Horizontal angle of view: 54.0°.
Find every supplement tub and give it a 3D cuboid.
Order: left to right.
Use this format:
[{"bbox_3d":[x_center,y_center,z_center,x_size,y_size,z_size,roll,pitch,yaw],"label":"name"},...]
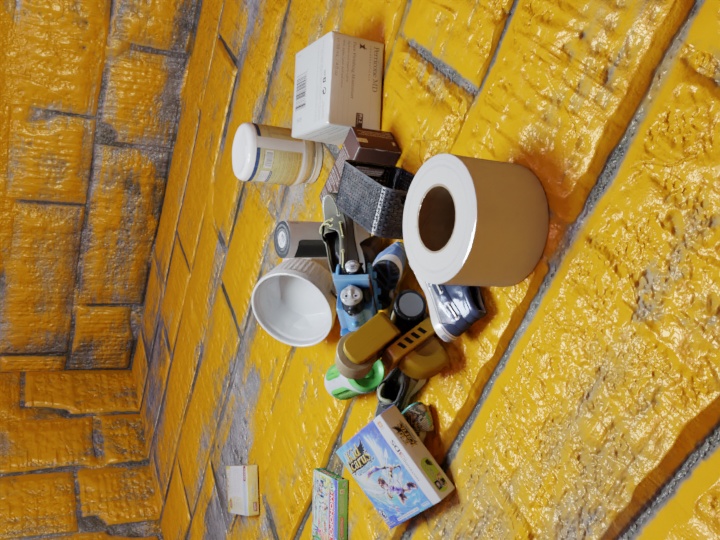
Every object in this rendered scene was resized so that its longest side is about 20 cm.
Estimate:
[{"bbox_3d":[-0.210,-0.289,1.779,0.144,0.199,0.145,-10,78,61],"label":"supplement tub"}]

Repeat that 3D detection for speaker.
[{"bbox_3d":[-0.080,-0.066,1.520,0.081,0.199,0.082,1,92,57],"label":"speaker"},{"bbox_3d":[-0.015,0.221,1.465,0.200,0.088,0.089,139,128,-67],"label":"speaker"}]

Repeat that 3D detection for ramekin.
[{"bbox_3d":[-0.141,0.067,1.635,0.200,0.200,0.105,-65,-4,35],"label":"ramekin"}]

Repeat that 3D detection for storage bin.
[{"bbox_3d":[0.052,-0.135,1.343,0.200,0.135,0.094,44,125,54],"label":"storage bin"}]

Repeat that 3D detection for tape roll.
[{"bbox_3d":[0.175,-0.076,1.107,0.203,0.139,0.203,-10,78,61],"label":"tape roll"}]

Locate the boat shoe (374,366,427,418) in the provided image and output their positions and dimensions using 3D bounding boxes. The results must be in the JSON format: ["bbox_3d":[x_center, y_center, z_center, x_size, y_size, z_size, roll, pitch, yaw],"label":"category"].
[{"bbox_3d":[0.062,0.237,1.365,0.201,0.066,0.072,-61,39,40],"label":"boat shoe"}]

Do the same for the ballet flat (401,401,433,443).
[{"bbox_3d":[0.075,0.319,1.344,0.200,0.068,0.075,-47,57,46],"label":"ballet flat"}]

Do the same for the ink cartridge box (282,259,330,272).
[{"bbox_3d":[-0.140,-0.034,1.766,0.200,0.067,0.117,43,126,55],"label":"ink cartridge box"}]

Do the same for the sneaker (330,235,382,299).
[{"bbox_3d":[0.000,0.000,1.517,0.070,0.076,0.200,39,142,3],"label":"sneaker"}]

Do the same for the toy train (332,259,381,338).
[{"bbox_3d":[-0.004,0.069,1.347,0.200,0.086,0.115,79,-170,-52],"label":"toy train"}]

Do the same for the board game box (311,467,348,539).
[{"bbox_3d":[-0.072,0.570,1.628,0.134,0.029,0.201,-6,83,62],"label":"board game box"}]

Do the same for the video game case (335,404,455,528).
[{"bbox_3d":[0.058,0.368,1.308,0.181,0.045,0.200,53,139,13],"label":"video game case"}]

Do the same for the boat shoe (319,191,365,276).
[{"bbox_3d":[-0.046,-0.073,1.429,0.072,0.060,0.202,-39,59,47],"label":"boat shoe"}]

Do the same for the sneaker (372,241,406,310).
[{"bbox_3d":[0.050,0.015,1.424,0.077,0.076,0.200,-59,2,-33],"label":"sneaker"}]

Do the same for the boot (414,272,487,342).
[{"bbox_3d":[0.157,0.020,1.224,0.090,0.073,0.200,-40,50,31],"label":"boot"}]

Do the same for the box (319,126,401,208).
[{"bbox_3d":[-0.005,-0.201,1.495,0.200,0.100,0.075,-59,39,41],"label":"box"}]

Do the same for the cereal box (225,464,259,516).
[{"bbox_3d":[-0.360,0.666,2.146,0.200,0.039,0.144,-25,66,58],"label":"cereal box"}]

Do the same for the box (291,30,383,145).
[{"bbox_3d":[-0.054,-0.397,1.571,0.200,0.130,0.200,1,88,61],"label":"box"}]

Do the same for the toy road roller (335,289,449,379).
[{"bbox_3d":[0.066,0.143,1.245,0.146,0.200,0.123,51,164,14],"label":"toy road roller"}]
